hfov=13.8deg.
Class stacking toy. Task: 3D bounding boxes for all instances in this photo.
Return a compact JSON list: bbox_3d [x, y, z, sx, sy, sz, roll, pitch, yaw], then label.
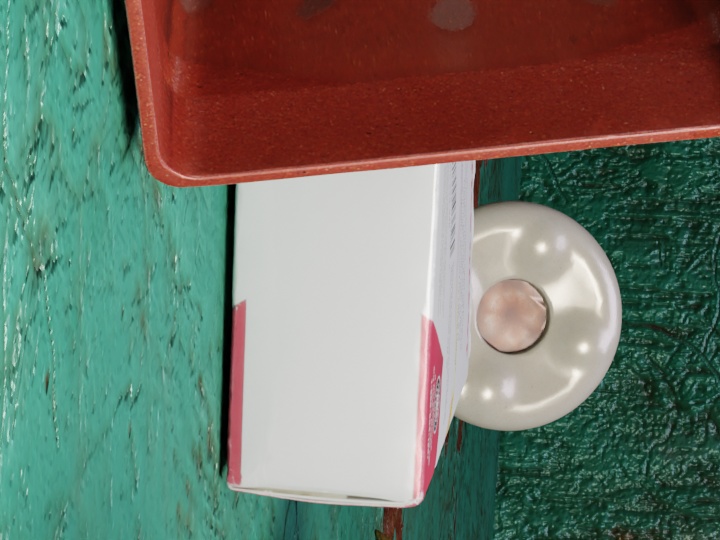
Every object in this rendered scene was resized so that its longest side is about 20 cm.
[{"bbox_3d":[0.082,0.024,1.967,0.200,0.145,0.147,-160,-107,-79],"label":"stacking toy"}]

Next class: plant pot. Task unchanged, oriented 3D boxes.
[{"bbox_3d":[0.020,-0.165,0.923,0.201,0.198,0.177,86,-2,-48],"label":"plant pot"}]

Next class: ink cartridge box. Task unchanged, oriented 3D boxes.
[{"bbox_3d":[0.000,0.000,1.239,0.200,0.085,0.149,-65,157,-77],"label":"ink cartridge box"}]

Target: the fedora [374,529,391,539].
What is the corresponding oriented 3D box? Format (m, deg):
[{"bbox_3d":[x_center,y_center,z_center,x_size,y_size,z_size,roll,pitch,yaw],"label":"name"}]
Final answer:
[{"bbox_3d":[-0.005,0.215,1.297,0.201,0.081,0.202,-8,90,-90],"label":"fedora"}]
